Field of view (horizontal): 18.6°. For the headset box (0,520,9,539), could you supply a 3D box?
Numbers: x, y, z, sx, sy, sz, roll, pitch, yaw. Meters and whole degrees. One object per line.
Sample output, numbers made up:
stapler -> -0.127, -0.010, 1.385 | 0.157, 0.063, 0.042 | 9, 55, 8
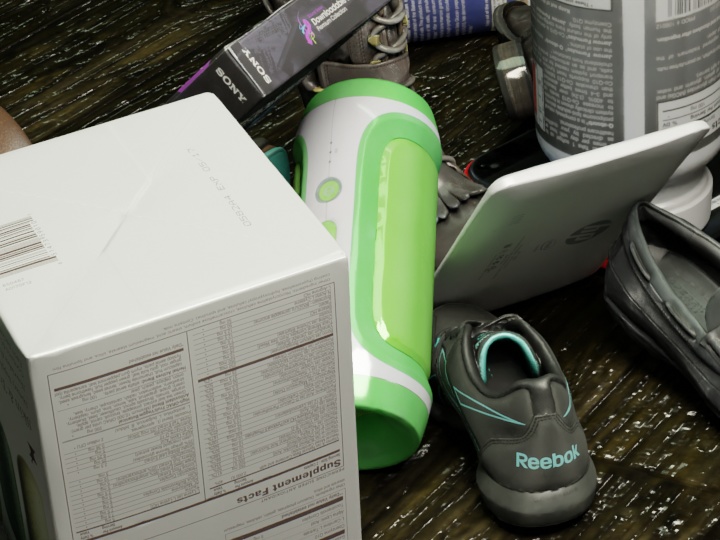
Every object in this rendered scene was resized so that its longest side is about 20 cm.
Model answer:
headset box -> -0.214, 0.181, 0.977 | 0.147, 0.076, 0.200 | -15, 27, -14

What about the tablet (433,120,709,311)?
tablet -> 0.104, -0.021, 1.202 | 0.129, 0.200, 0.014 | -17, 73, -19

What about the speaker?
speaker -> 0.000, 0.000, 1.170 | 0.088, 0.089, 0.202 | -3, 58, 10

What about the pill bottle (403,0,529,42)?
pill bottle -> 0.034, -0.229, 1.673 | 0.198, 0.112, 0.111 | -9, 27, -1

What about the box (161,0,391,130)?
box -> -0.078, -0.080, 1.151 | 0.200, 0.036, 0.143 | -39, 3, 42

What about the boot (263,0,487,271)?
boot -> 0.020, -0.091, 1.318 | 0.199, 0.176, 0.069 | 15, 34, 39

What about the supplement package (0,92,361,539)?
supplement package -> -0.099, 0.055, 1.026 | 0.150, 0.201, 0.152 | -18, 40, -19

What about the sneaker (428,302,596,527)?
sneaker -> 0.075, 0.053, 1.146 | 0.075, 0.080, 0.200 | -14, 26, -10

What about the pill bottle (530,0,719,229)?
pill bottle -> 0.156, -0.120, 1.278 | 0.115, 0.202, 0.116 | -3, 31, 2

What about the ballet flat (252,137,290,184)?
ballet flat -> -0.094, -0.046, 1.367 | 0.068, 0.069, 0.200 | -1, 4, 9

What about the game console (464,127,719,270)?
game console -> 0.181, -0.060, 1.400 | 0.199, 0.031, 0.176 | -27, 38, -32

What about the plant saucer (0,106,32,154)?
plant saucer -> -0.202, 0.011, 1.182 | 0.036, 0.202, 0.201 | 12, 28, 1

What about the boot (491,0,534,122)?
boot -> 0.179, -0.157, 1.490 | 0.173, 0.070, 0.200 | -16, 18, 10

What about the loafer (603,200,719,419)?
loafer -> 0.198, 0.033, 1.139 | 0.068, 0.071, 0.200 | -21, 41, -27
